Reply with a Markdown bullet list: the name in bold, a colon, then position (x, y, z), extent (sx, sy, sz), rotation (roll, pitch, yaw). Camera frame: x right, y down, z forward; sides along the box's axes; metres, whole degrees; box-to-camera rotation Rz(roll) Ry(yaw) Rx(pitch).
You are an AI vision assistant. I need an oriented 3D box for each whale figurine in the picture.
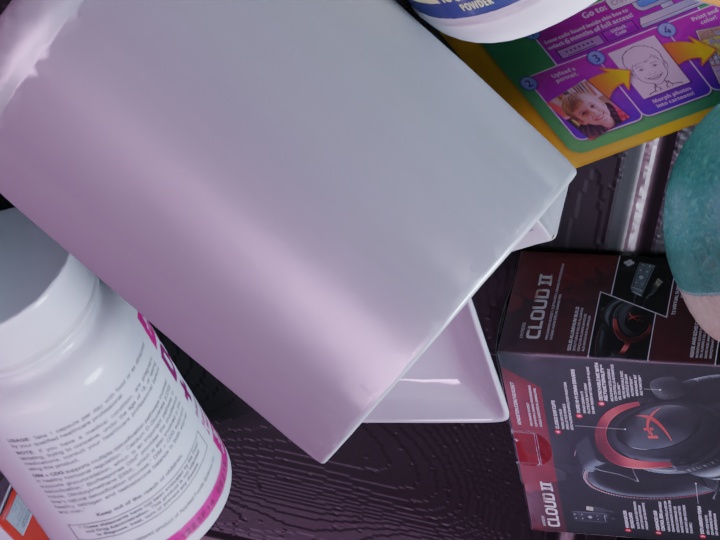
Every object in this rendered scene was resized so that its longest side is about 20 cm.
- **whale figurine**: position (0.200, -0.045, 0.950), extent (0.159, 0.200, 0.104), rotation (-16, 104, 34)

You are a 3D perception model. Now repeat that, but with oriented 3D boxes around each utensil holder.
- **utensil holder**: position (-0.039, -0.045, 0.901), extent (0.200, 0.170, 0.170), rotation (42, 138, 3)

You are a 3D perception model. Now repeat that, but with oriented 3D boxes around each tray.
- **tray**: position (0.000, 0.000, 1.057), extent (0.107, 0.022, 0.200), rotation (0, 136, 20)

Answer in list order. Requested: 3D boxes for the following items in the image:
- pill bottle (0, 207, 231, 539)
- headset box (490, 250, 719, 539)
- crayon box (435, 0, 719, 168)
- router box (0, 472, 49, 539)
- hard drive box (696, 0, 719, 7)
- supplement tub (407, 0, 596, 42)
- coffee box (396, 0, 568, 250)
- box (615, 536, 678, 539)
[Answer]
- **pill bottle**: position (-0.158, 0.067, 1.242), extent (0.113, 0.114, 0.200), rotation (-5, 135, 24)
- **headset box**: position (0.160, 0.068, 1.160), extent (0.199, 0.075, 0.149), rotation (2, 137, 17)
- **crayon box**: position (0.136, -0.126, 0.964), extent (0.200, 0.058, 0.119), rotation (-19, 127, 35)
- **router box**: position (-0.251, 0.215, 1.490), extent (0.200, 0.049, 0.180), rotation (-14, 131, 32)
- **hard drive box**: position (0.219, -0.179, 0.808), extent (0.155, 0.077, 0.201), rotation (14, 116, 2)
- **supplement tub**: position (0.027, -0.201, 0.852), extent (0.145, 0.145, 0.200), rotation (-20, 128, 36)
- **coffee box**: position (-0.012, -0.051, 1.083), extent (0.200, 0.080, 0.114), rotation (-17, 129, 34)
- **box**: position (0.206, 0.230, 1.245), extent (0.104, 0.182, 0.200), rotation (-3, 135, 22)
